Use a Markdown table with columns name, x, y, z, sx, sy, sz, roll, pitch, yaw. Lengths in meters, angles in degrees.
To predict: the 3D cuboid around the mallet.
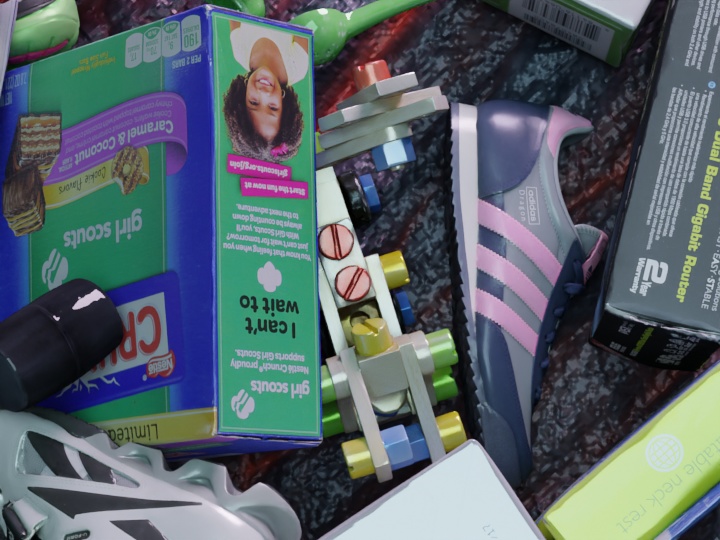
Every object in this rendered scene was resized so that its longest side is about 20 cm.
| name | x | y | z | sx | sy | sz | roll | pitch | yaw |
| --- | --- | --- | --- | --- | --- | --- | --- | --- | --- |
| mallet | -0.194 | 0.049 | 1.059 | 0.066 | 0.200 | 0.041 | -38 | 105 | -42 |

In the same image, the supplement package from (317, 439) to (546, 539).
| name | x | y | z | sx | sy | sz | roll | pitch | yaw |
| --- | --- | --- | --- | --- | --- | --- | --- | --- | --- |
| supplement package | 0.037 | 0.160 | 1.026 | 0.110 | 0.200 | 0.114 | -33 | 81 | -4 |

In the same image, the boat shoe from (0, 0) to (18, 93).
| name | x | y | z | sx | sy | sz | roll | pitch | yaw |
| --- | --- | --- | --- | --- | --- | --- | --- | --- | --- |
| boat shoe | -0.206 | -0.118 | 1.065 | 0.075 | 0.086 | 0.202 | 6 | 77 | -6 |

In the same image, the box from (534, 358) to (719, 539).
| name | x | y | z | sx | sy | sz | roll | pitch | yaw |
| --- | --- | --- | --- | --- | --- | --- | --- | --- | --- |
| box | 0.138 | 0.096 | 1.032 | 0.122 | 0.200 | 0.048 | -41 | 82 | -4 |

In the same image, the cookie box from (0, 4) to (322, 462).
| name | x | y | z | sx | sy | sz | roll | pitch | yaw |
| --- | --- | --- | --- | --- | --- | --- | --- | --- | --- |
| cookie box | -0.100 | -0.009 | 1.071 | 0.171 | 0.075 | 0.200 | -11 | 78 | 45 |

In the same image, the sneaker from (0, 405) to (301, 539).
| name | x | y | z | sx | sy | sz | roll | pitch | yaw |
| --- | --- | --- | --- | --- | --- | --- | --- | --- | --- |
| sneaker | -0.133 | 0.120 | 1.010 | 0.200 | 0.074 | 0.089 | 10 | 52 | 32 |

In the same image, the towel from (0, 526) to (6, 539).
| name | x | y | z | sx | sy | sz | roll | pitch | yaw |
| --- | --- | --- | --- | --- | --- | --- | --- | --- | --- |
| towel | -0.161 | 0.222 | 1.081 | 0.200 | 0.086 | 0.166 | 24 | 84 | 5 |

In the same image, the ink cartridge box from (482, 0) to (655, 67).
| name | x | y | z | sx | sy | sz | roll | pitch | yaw |
| --- | --- | --- | --- | --- | --- | --- | --- | --- | --- |
| ink cartridge box | 0.135 | -0.218 | 1.145 | 0.104 | 0.059 | 0.200 | 27 | 77 | 5 |

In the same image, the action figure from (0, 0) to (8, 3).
| name | x | y | z | sx | sy | sz | roll | pitch | yaw |
| --- | --- | --- | --- | --- | --- | --- | --- | --- | --- |
| action figure | -0.100 | -0.168 | 1.096 | 0.065 | 0.200 | 0.052 | 50 | 128 | 26 |

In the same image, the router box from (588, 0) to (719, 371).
| name | x | y | z | sx | sy | sz | roll | pitch | yaw |
| --- | --- | --- | --- | --- | --- | --- | --- | --- | --- |
| router box | 0.164 | -0.057 | 1.079 | 0.062 | 0.150 | 0.200 | 13 | 82 | 4 |

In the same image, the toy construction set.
| name | x | y | z | sx | sy | sz | roll | pitch | yaw |
| --- | --- | --- | --- | --- | --- | --- | --- | --- | --- |
| toy construction set | 0.000 | 0.000 | 1.082 | 0.092 | 0.131 | 0.200 | -3 | 89 | -1 |

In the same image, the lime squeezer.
| name | x | y | z | sx | sy | sz | roll | pitch | yaw |
| --- | --- | --- | --- | --- | --- | --- | --- | --- | --- |
| lime squeezer | -0.044 | -0.145 | 1.155 | 0.200 | 0.038 | 0.071 | 12 | 82 | 4 |

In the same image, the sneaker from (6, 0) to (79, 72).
| name | x | y | z | sx | sy | sz | roll | pitch | yaw |
| --- | --- | --- | --- | --- | --- | --- | --- | --- | --- |
| sneaker | -0.248 | -0.128 | 1.146 | 0.200 | 0.077 | 0.084 | -10 | 76 | -10 |

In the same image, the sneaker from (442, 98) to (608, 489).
| name | x | y | z | sx | sy | sz | roll | pitch | yaw |
| --- | --- | --- | --- | --- | --- | --- | --- | --- | --- |
| sneaker | 0.087 | 0.011 | 1.113 | 0.082 | 0.070 | 0.200 | -3 | 86 | -3 |
